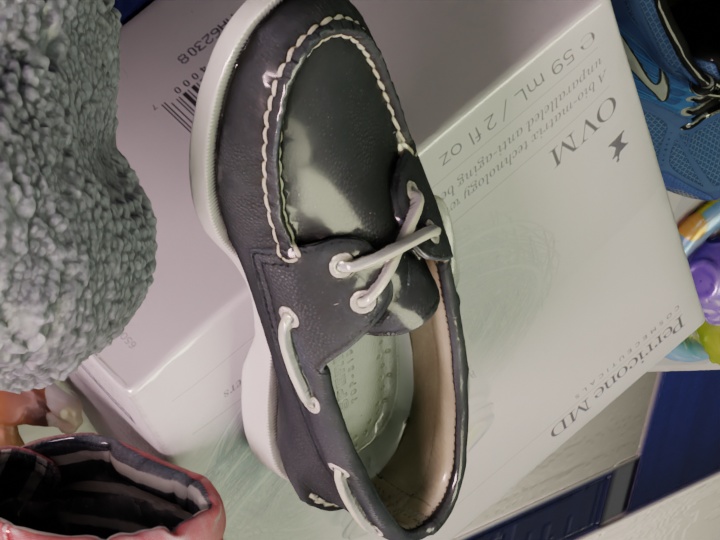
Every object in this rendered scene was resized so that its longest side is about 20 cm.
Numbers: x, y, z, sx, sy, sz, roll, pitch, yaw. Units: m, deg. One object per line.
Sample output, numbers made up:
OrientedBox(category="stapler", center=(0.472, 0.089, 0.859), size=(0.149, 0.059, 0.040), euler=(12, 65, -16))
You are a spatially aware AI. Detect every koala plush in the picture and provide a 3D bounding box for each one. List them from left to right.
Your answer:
OrientedBox(category="koala plush", center=(-0.113, -0.087, 0.764), size=(0.177, 0.184, 0.200), euler=(11, 104, -51))

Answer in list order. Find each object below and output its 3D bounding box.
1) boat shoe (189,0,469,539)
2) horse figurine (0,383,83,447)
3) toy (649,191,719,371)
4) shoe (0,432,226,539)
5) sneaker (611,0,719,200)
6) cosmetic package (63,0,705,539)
OrientedBox(category="boat shoe", center=(0.000, 0.000, 0.836), size=(0.076, 0.060, 0.200), euler=(-40, 144, -23))
OrientedBox(category="horse figurine", center=(-0.109, 0.125, 1.022), size=(0.050, 0.133, 0.200), euler=(-36, 159, -32))
OrientedBox(category="toy", center=(0.180, 0.006, 1.257), size=(0.200, 0.047, 0.115), euler=(-3, 124, -46))
OrientedBox(category="shoe", center=(-0.124, 0.094, 0.920), size=(0.071, 0.200, 0.091), euler=(-44, 136, -50))
OrientedBox(category="sneaker", center=(0.123, -0.084, 1.070), size=(0.079, 0.089, 0.200), euler=(-38, 145, -10))
OrientedBox(category="cosmetic package", center=(-0.005, -0.004, 0.986), size=(0.199, 0.123, 0.200), euler=(-40, 146, -10))
